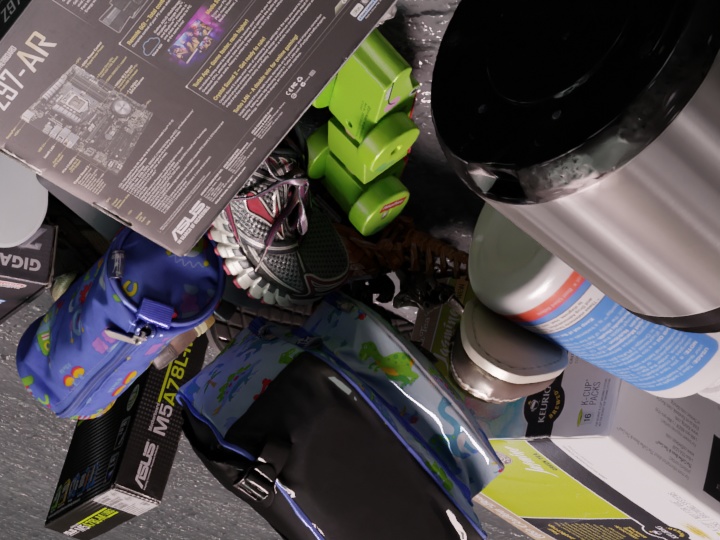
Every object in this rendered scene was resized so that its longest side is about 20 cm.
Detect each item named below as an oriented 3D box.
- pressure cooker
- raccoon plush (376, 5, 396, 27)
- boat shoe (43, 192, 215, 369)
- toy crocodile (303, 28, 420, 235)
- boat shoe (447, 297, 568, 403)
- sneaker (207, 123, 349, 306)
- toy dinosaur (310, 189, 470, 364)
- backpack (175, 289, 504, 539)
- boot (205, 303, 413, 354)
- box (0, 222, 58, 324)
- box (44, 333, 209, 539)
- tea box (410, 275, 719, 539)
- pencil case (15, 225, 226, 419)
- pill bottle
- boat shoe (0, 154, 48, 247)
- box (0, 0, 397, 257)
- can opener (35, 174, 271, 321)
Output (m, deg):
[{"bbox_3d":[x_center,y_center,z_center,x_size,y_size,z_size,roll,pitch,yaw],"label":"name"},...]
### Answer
[{"bbox_3d":[0.153,-0.069,0.970,0.178,0.177,0.200,-5,148,47],"label":"pressure cooker"},{"bbox_3d":[-0.093,-0.117,1.063,0.198,0.135,0.097,5,155,23],"label":"raccoon plush"},{"bbox_3d":[-0.194,-0.005,1.414,0.199,0.065,0.073,33,160,22],"label":"boat shoe"},{"bbox_3d":[0.006,-0.082,1.191,0.068,0.062,0.200,47,159,18],"label":"toy crocodile"},{"bbox_3d":[0.087,0.051,1.255,0.072,0.060,0.200,36,-163,1],"label":"boat shoe"},{"bbox_3d":[-0.056,-0.049,1.182,0.074,0.081,0.200,-10,141,26],"label":"sneaker"},{"bbox_3d":[0.000,0.000,1.346,0.200,0.102,0.136,32,158,55],"label":"toy dinosaur"},{"bbox_3d":[-0.013,0.106,1.275,0.183,0.147,0.200,48,170,-20],"label":"backpack"},{"bbox_3d":[-0.064,0.065,1.530,0.199,0.070,0.131,17,161,-38],"label":"boot"},{"bbox_3d":[-0.324,-0.009,1.372,0.198,0.050,0.198,10,167,-21],"label":"box"},{"bbox_3d":[-0.175,0.101,1.564,0.047,0.195,0.200,20,158,-18],"label":"box"},{"bbox_3d":[0.160,0.099,1.421,0.196,0.135,0.200,-6,150,40],"label":"tea box"},{"bbox_3d":[-0.157,0.034,1.295,0.078,0.087,0.200,28,147,-16],"label":"pencil case"},{"bbox_3d":[0.173,0.011,1.233,0.199,0.113,0.112,28,154,-28],"label":"pill bottle"},{"bbox_3d":[-0.272,-0.103,1.257,0.091,0.071,0.201,33,162,52],"label":"boat shoe"},{"bbox_3d":[-0.091,-0.123,1.000,0.160,0.200,0.044,30,-164,-35],"label":"box"},{"bbox_3d":[-0.123,-0.032,1.311,0.066,0.054,0.200,-9,146,33],"label":"can opener"}]
